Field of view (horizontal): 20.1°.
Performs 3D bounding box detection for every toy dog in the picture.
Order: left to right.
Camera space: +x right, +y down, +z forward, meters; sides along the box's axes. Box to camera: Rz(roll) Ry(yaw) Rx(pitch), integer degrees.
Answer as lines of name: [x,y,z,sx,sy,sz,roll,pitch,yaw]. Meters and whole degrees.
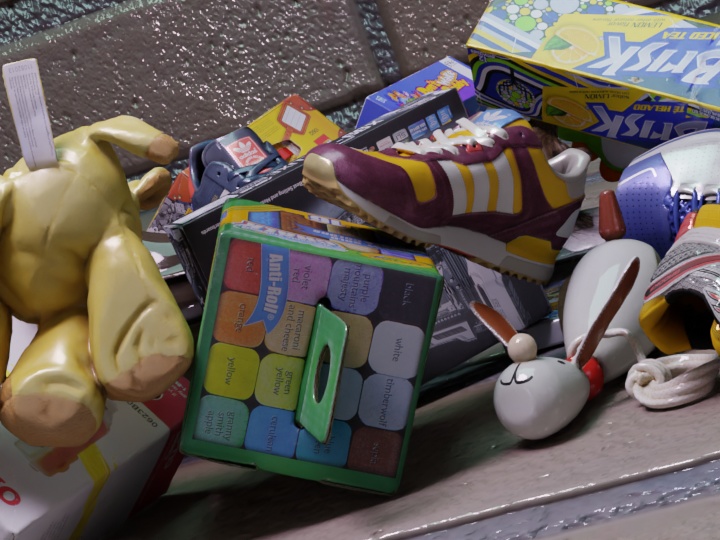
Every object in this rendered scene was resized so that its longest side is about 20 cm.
toy dog: [0.130,0.017,1.144,0.131,0.097,0.200,-17,9,13]

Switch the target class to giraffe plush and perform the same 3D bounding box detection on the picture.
giraffe plush: [-0.168,-0.005,1.130,0.171,0.201,0.162,4,-3,1]

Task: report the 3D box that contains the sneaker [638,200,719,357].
sneaker: [0.221,0.026,1.000,0.082,0.078,0.199,-50,31,-21]

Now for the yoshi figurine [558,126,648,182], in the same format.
yoshi figurine: [0.229,-0.113,1.403,0.199,0.113,0.112,12,-10,14]

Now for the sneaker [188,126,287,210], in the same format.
sneaker: [-0.066,-0.054,1.392,0.075,0.085,0.200,-23,17,-29]

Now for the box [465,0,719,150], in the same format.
box: [0.174,-0.129,1.333,0.199,0.064,0.070,17,60,23]

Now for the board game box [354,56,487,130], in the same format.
board game box: [0.022,-0.048,1.512,0.045,0.201,0.134,30,30,17]

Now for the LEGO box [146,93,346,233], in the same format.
LEGO box: [-0.100,-0.037,1.633,0.149,0.077,0.200,-56,-8,33]

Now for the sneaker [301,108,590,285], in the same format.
sneaker: [0.051,-0.059,1.172,0.199,0.091,0.075,17,9,-44]

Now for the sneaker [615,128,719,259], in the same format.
sneaker: [0.240,-0.034,1.220,0.198,0.081,0.115,-1,17,25]

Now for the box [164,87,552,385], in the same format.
box: [0.000,0.000,1.261,0.199,0.158,0.050,-27,10,-17]

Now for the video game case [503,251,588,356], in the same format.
video game case: [0.178,0.007,1.366,0.142,0.018,0.200,-16,9,17]

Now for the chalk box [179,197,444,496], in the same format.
chalk box: [-0.029,0.041,1.110,0.123,0.126,0.200,12,7,-3]

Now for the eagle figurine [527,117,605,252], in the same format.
eagle figurine: [0.091,-0.029,1.433,0.151,0.201,0.152,7,46,-16]

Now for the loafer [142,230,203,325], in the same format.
loafer: [-0.148,0.005,1.298,0.199,0.072,0.073,-19,11,9]

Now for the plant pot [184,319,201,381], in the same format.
plant pot: [-0.063,0.047,1.379,0.200,0.093,0.201,-20,10,4]

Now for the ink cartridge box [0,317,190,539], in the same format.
ink cartridge box: [-0.203,0.095,1.169,0.200,0.145,0.084,-34,-22,-56]
